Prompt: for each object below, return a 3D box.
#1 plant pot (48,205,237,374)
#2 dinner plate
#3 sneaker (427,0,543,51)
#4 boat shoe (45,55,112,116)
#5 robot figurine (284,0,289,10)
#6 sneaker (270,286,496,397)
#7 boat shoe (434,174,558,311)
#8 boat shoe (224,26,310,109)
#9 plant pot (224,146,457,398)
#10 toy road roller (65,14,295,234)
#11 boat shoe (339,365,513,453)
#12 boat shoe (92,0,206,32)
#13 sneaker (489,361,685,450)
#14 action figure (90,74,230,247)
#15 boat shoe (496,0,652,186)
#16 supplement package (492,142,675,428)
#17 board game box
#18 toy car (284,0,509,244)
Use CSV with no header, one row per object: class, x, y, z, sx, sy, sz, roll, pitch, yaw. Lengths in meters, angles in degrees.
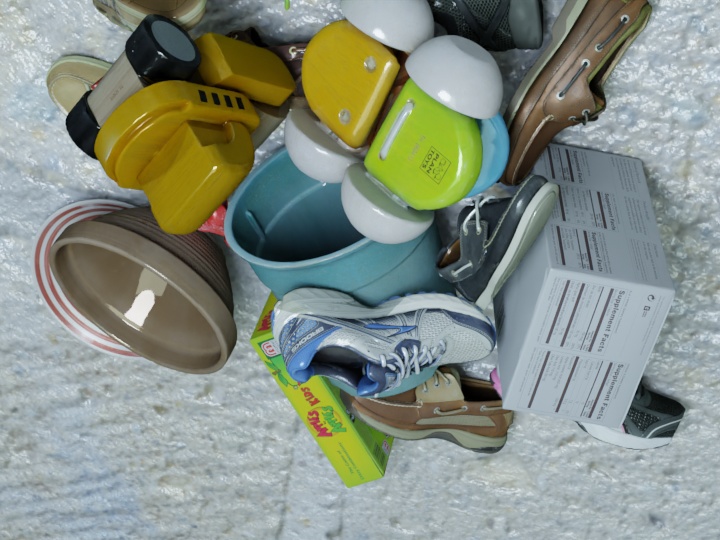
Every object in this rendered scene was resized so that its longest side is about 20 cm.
plant pot,-0.195,0.004,1.358,0.199,0.093,0.202,23,149,15
dinner plate,-0.250,0.008,1.465,0.197,0.024,0.202,7,123,10
sneaker,0.088,-0.271,1.161,0.112,0.077,0.201,-6,127,10
boat shoe,-0.219,-0.129,1.340,0.200,0.063,0.073,39,124,-13
robot figurine,-0.076,-0.317,1.147,0.174,0.116,0.201,-23,116,18
sneaker,0.022,0.072,1.196,0.197,0.086,0.078,1,135,-10
boat shoe,0.108,-0.028,1.156,0.067,0.072,0.200,39,158,5
boat shoe,-0.097,-0.186,1.271,0.197,0.070,0.071,5,105,15
plant pot,0.000,0.000,1.304,0.197,0.202,0.198,-9,128,19
toy road roller,-0.131,-0.105,1.148,0.123,0.199,0.147,-43,64,27
boat shoe,0.073,0.127,1.415,0.198,0.076,0.075,13,112,-30
boat shoe,-0.187,-0.239,1.212,0.073,0.200,0.063,-34,130,-16
sneaker,0.232,0.110,1.383,0.197,0.081,0.087,16,115,-4
action figure,-0.166,-0.101,1.288,0.065,0.052,0.201,-8,120,53
boat shoe,0.176,-0.152,1.187,0.068,0.072,0.202,31,110,14
supplement package,0.190,0.010,1.239,0.109,0.201,0.157,10,126,-5
board game box,-0.033,0.112,1.431,0.047,0.102,0.201,-20,116,24
toy car,0.045,-0.130,1.162,0.200,0.149,0.176,46,119,31
